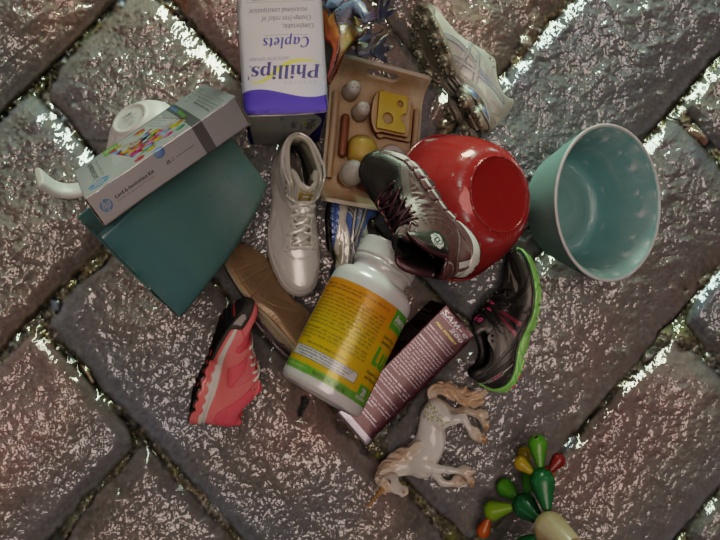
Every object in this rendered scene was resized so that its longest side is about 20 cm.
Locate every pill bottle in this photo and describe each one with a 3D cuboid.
[{"bbox_3d":[-0.005,0.064,0.876,0.109,0.111,0.203,29,78,-5],"label":"pill bottle"}]

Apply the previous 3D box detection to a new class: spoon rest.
[{"bbox_3d":[-0.331,-0.158,0.945,0.197,0.061,0.100,-31,51,-2],"label":"spoon rest"}]

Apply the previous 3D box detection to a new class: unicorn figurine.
[{"bbox_3d":[0.100,0.251,0.987,0.134,0.074,0.205,18,74,4],"label":"unicorn figurine"}]

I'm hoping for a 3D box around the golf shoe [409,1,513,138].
[{"bbox_3d":[0.143,-0.290,0.998,0.096,0.078,0.203,-32,97,-23],"label":"golf shoe"}]

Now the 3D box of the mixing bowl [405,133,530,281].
[{"bbox_3d":[0.151,-0.092,0.935,0.195,0.108,0.206,3,83,-29],"label":"mixing bowl"}]

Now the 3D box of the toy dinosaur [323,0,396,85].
[{"bbox_3d":[-0.030,-0.335,0.923,0.198,0.179,0.107,-31,130,-33],"label":"toy dinosaur"}]

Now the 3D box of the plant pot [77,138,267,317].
[{"bbox_3d":[-0.226,-0.077,0.904,0.201,0.140,0.142,-48,122,-15],"label":"plant pot"}]

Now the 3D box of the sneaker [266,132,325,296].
[{"bbox_3d":[-0.083,-0.074,0.922,0.072,0.115,0.206,-5,82,-15],"label":"sneaker"}]

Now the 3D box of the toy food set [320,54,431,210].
[{"bbox_3d":[0.025,-0.179,0.959,0.140,0.060,0.206,8,82,-17],"label":"toy food set"}]

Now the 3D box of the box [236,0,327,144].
[{"bbox_3d":[-0.102,-0.279,0.908,0.102,0.184,0.206,-4,90,-6],"label":"box"}]

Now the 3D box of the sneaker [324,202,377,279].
[{"bbox_3d":[0.000,0.000,0.972,0.083,0.077,0.206,-4,90,-9],"label":"sneaker"}]

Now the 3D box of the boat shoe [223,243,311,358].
[{"bbox_3d":[-0.123,0.053,0.963,0.200,0.065,0.072,46,43,8],"label":"boat shoe"}]

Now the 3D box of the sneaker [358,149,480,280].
[{"bbox_3d":[0.052,-0.066,0.841,0.200,0.115,0.076,45,122,16],"label":"sneaker"}]

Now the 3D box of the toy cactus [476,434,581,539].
[{"bbox_3d":[0.239,0.334,0.954,0.100,0.165,0.204,21,93,-25],"label":"toy cactus"}]

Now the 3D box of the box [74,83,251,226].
[{"bbox_3d":[-0.239,-0.144,0.839,0.198,0.156,0.042,-38,120,-10],"label":"box"}]

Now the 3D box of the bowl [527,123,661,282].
[{"bbox_3d":[0.302,-0.088,0.967,0.196,0.104,0.207,0,91,-29],"label":"bowl"}]

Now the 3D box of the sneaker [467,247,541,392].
[{"bbox_3d":[0.197,0.066,0.988,0.082,0.077,0.206,13,87,-9],"label":"sneaker"}]

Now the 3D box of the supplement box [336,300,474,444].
[{"bbox_3d":[0.055,0.132,0.958,0.200,0.109,0.061,-45,94,-3],"label":"supplement box"}]

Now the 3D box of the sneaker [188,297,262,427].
[{"bbox_3d":[-0.163,0.125,0.945,0.085,0.074,0.203,18,114,-17],"label":"sneaker"}]
